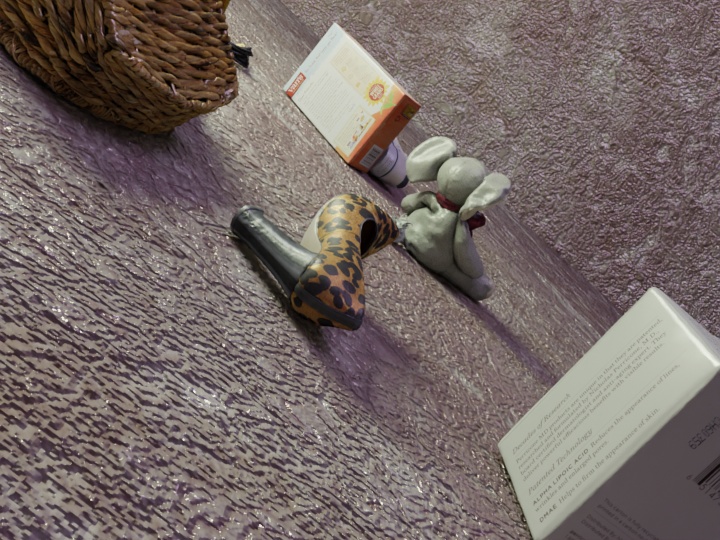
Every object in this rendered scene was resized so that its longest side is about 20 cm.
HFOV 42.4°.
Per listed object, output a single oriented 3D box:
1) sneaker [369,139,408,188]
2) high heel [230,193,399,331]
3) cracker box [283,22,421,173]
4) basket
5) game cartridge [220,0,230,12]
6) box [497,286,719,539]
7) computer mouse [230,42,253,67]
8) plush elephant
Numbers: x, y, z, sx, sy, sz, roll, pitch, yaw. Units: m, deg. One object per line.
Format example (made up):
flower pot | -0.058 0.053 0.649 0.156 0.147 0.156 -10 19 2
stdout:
sneaker | 0.038 -0.192 1.525 0.071 0.073 0.201 45 20 -27
high heel | 0.000 0.000 0.779 0.198 0.072 0.142 -4 39 -49
cracker box | -0.016 -0.267 1.432 0.201 0.134 0.057 51 17 31
basket | -0.211 -0.182 0.777 0.199 0.146 0.146 -1 77 -71
game cartridge | -0.225 -0.295 0.913 0.199 0.176 0.033 38 59 -7
box | 0.256 0.163 0.760 0.198 0.201 0.131 36 16 -20
computer mouse | -0.222 -0.380 1.379 0.139 0.046 0.201 29 19 -42
plush elephant | 0.126 -0.083 1.224 0.165 0.155 0.199 50 15 32
